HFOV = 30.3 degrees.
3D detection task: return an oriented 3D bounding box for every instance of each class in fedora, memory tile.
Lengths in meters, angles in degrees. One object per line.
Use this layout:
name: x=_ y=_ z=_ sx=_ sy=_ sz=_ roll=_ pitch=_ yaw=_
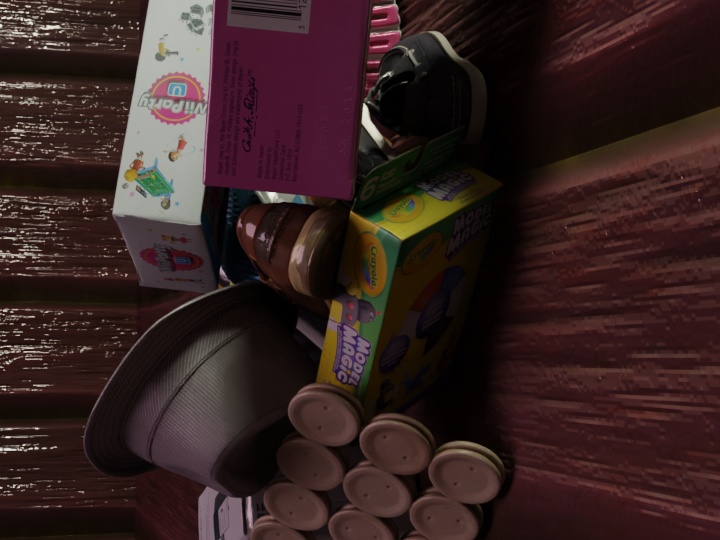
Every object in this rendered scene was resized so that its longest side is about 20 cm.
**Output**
fedora: x=-0.090 y=0.098 z=0.936 sx=0.177 sy=0.090 sz=0.200 roll=-55 pitch=-19 yaw=11
memory tile: x=0.008 y=0.164 z=0.924 sx=0.017 sy=0.152 sz=0.201 roll=-66 pitch=-4 yaw=-47

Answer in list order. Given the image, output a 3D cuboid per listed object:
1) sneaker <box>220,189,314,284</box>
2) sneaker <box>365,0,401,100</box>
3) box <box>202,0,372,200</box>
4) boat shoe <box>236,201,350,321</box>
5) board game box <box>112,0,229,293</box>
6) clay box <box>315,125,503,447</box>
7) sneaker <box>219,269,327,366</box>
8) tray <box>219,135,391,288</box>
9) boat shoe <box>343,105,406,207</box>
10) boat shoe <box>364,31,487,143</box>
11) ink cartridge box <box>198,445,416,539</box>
sneaker: x=-0.083 y=-0.062 z=1.061 sx=0.076 sy=0.081 sz=0.201 roll=-32 pitch=56 yaw=26
sneaker: x=-0.007 y=-0.231 z=1.130 sx=0.087 sy=0.073 sz=0.201 roll=-125 pitch=35 yaw=-79
box: x=-0.040 y=-0.160 z=0.873 sx=0.200 sy=0.096 sz=0.177 roll=-84 pitch=0 yaw=-72
boat shoe: x=-0.032 y=-0.010 z=0.913 sx=0.200 sy=0.067 sz=0.072 roll=47 pitch=-114 yaw=-75
board game box: x=-0.125 y=-0.102 z=0.960 sx=0.148 sy=0.064 sz=0.201 roll=95 pitch=-179 yaw=-71
clay box: x=0.032 y=0.010 z=0.893 sx=0.047 sy=0.115 sz=0.201 roll=33 pitch=130 yaw=26
sneaker: x=-0.060 y=0.059 z=1.088 sx=0.083 sy=0.200 sz=0.072 roll=-54 pitch=-7 yaw=12
tray: x=-0.055 y=-0.039 z=1.157 sx=0.200 sy=0.037 sz=0.099 roll=-38 pitch=26 yaw=44
boat shoe: x=-0.003 y=-0.071 z=1.023 sx=0.073 sy=0.062 sz=0.201 roll=74 pitch=169 yaw=-54
boat shoe: x=0.035 y=-0.136 z=0.982 sx=0.200 sy=0.062 sz=0.073 roll=-129 pitch=40 yaw=-68
ink cartridge box: x=-0.048 y=0.202 z=1.109 sx=0.200 sy=0.146 sz=0.084 roll=127 pitch=141 yaw=-62
